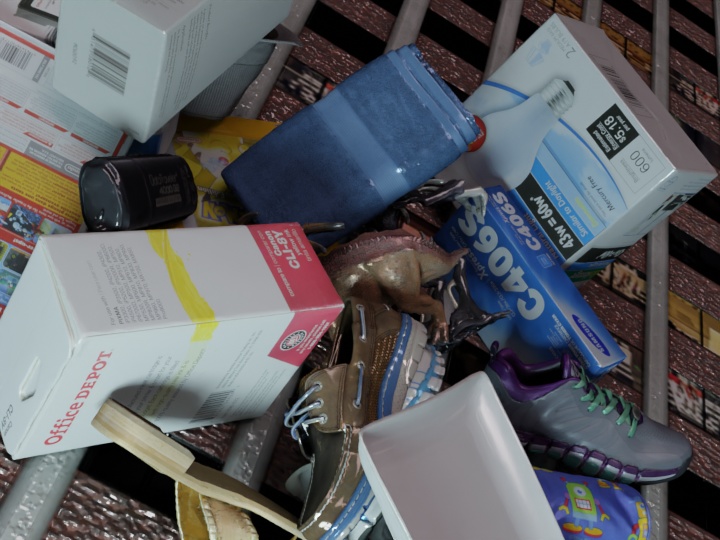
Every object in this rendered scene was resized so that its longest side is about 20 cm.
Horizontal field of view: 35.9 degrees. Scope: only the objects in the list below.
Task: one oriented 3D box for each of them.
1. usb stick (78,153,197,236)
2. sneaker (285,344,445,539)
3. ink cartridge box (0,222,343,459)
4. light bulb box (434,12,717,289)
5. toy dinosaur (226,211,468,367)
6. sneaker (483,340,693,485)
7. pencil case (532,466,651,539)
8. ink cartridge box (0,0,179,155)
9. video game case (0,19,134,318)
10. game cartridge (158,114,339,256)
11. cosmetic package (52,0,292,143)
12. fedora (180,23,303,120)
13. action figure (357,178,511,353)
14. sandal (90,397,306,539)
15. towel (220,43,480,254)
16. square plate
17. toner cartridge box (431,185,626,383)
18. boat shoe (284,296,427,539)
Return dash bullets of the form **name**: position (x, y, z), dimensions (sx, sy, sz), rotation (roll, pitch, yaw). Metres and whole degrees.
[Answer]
- **usb stick**: position (-0.156, -0.056, 0.799), dimensions (0.200, 0.033, 0.056), rotation (-51, 128, -81)
- **sneaker**: position (0.003, 0.112, 0.860), dimensions (0.087, 0.075, 0.200), rotation (31, 40, -1)
- **ink cartridge box**: position (-0.136, 0.044, 0.756), dimensions (0.200, 0.145, 0.083), rotation (-5, 56, -40)
- **light bulb box**: position (0.197, -0.106, 1.088), dimensions (0.125, 0.200, 0.198), rotation (-3, 54, -55)
- **toy dinosaur**: position (0.000, 0.000, 0.869), dimensions (0.200, 0.136, 0.086), rotation (-17, 32, -10)
- **sneaker**: position (0.193, 0.119, 0.939), dimensions (0.200, 0.088, 0.074), rotation (12, 31, -3)
- **pencil case**: position (0.135, 0.196, 0.874), dimensions (0.200, 0.078, 0.087), rotation (14, 37, -27)
- **ink cartridge box**: position (-0.241, -0.159, 0.869), dimensions (0.200, 0.116, 0.068), rotation (20, 49, -5)
- **video game case**: position (-0.255, -0.068, 0.784), dimensions (0.143, 0.017, 0.200), rotation (28, 76, -14)
- **game cartridge**: position (-0.107, -0.053, 0.956), dimensions (0.176, 0.032, 0.200), rotation (2, 51, -35)
- **cosmetic package**: position (-0.122, -0.195, 0.796), dimensions (0.085, 0.108, 0.200), rotation (31, 47, 6)
- **fedora**: position (-0.148, -0.189, 0.975), dimensions (0.177, 0.090, 0.200), rotation (2, 24, -35)
- **action figure**: position (0.054, -0.029, 0.997), dimensions (0.102, 0.119, 0.200), rotation (-17, 75, -34)
- **sandal**: position (-0.106, 0.166, 0.737), dimensions (0.212, 0.078, 0.070), rotation (41, 78, -32)
- **towel**: position (-0.008, -0.096, 0.927), dimensions (0.200, 0.049, 0.112), rotation (-34, 76, -4)
- **square plate**: position (0.079, 0.179, 0.745), dimensions (0.198, 0.028, 0.200), rotation (-13, 76, -60)
- **toner cartridge box**: position (0.146, 0.028, 1.024), dimensions (0.043, 0.095, 0.200), rotation (-15, 63, -43)
- **boat shoe**: position (-0.015, 0.101, 0.775), dimensions (0.072, 0.072, 0.200), rotation (31, 44, -10)
